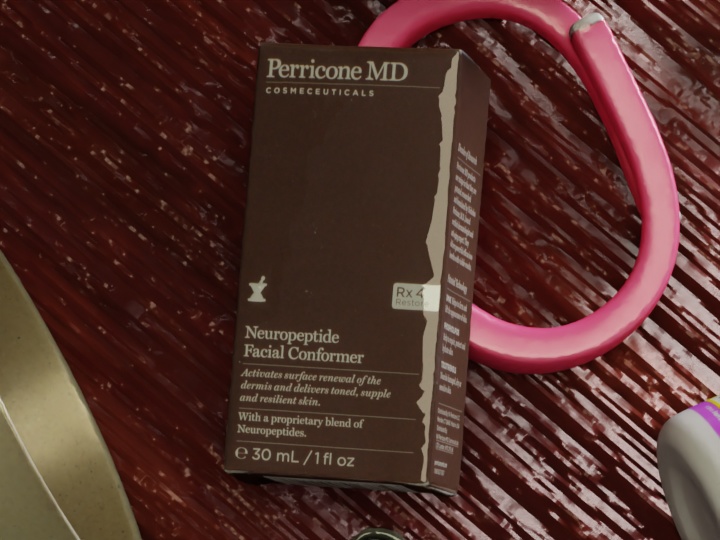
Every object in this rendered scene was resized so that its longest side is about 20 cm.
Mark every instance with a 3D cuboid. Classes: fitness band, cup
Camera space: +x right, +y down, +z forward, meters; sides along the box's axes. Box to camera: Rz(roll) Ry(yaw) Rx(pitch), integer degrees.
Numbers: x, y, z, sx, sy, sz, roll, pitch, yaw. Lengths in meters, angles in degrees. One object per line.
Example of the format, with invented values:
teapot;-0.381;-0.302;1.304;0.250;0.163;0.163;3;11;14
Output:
fitness band;0.073;-0.048;1.359;0.143;0.037;0.201;-21;77;-8
cup;-0.199;0.088;1.239;0.143;0.200;0.201;-26;78;3

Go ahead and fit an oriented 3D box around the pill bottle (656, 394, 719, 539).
pill bottle;0.244;0.081;1.300;0.199;0.104;0.105;-22;78;-8

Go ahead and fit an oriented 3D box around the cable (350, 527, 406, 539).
cable;0.015;0.218;1.278;0.096;0.050;0.201;9;77;6

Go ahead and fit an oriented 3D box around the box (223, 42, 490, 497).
box;0.000;0.000;1.300;0.099;0.075;0.202;2;82;14
